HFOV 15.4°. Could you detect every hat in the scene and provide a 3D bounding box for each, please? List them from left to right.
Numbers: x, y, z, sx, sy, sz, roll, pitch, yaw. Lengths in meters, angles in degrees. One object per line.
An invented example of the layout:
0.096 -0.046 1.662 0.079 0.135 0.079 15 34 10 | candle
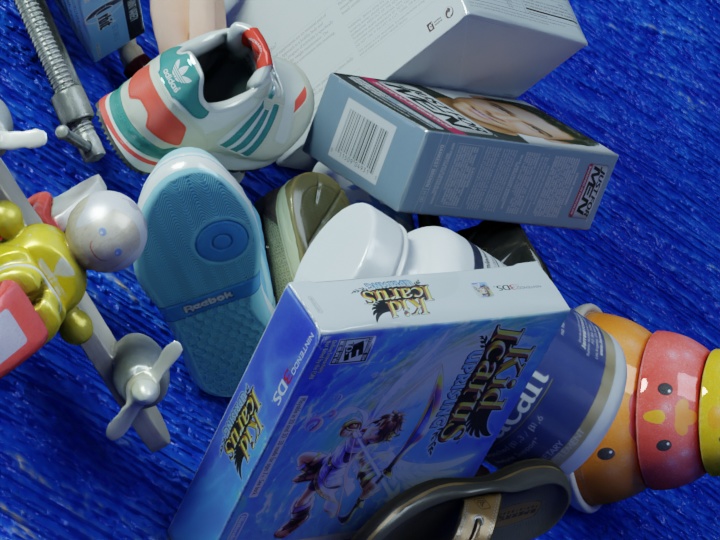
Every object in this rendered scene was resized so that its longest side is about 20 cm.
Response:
0.098 0.026 1.801 0.201 0.080 0.202 -15 90 -84 | hat

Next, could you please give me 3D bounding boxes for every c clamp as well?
-0.193 -0.149 1.618 0.171 0.027 0.201 65 1 -76 | c clamp

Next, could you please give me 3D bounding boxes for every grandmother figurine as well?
-0.110 -0.131 1.763 0.121 0.061 0.201 11 46 -25 | grandmother figurine

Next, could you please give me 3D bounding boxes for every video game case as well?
0.004 0.087 1.527 0.181 0.201 0.046 -6 47 -38 | video game case

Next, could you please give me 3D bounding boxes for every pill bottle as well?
0.058 0.042 1.646 0.200 0.111 0.111 32 37 -24 | pill bottle

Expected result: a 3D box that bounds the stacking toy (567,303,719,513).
0.236 0.095 1.836 0.146 0.199 0.147 -1 90 -70 | stacking toy

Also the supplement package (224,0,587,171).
0.017 -0.199 1.867 0.147 0.191 0.201 7 54 -50 | supplement package

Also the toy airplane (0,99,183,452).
-0.173 -0.007 1.476 0.200 0.141 0.200 26 46 -54 | toy airplane

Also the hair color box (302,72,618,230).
0.069 -0.078 1.777 0.199 0.061 0.099 5 22 -47 | hair color box

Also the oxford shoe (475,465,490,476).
0.032 0.190 1.647 0.073 0.071 0.200 21 36 -8 | oxford shoe

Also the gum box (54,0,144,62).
-0.208 -0.243 1.661 0.201 0.044 0.170 58 -7 8 | gum box

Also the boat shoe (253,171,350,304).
-0.029 0.041 1.694 0.071 0.066 0.202 -4 81 -40 | boat shoe

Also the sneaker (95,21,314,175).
-0.073 -0.112 1.658 0.199 0.093 0.071 -13 70 -55 | sneaker

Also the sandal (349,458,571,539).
0.057 0.165 1.580 0.199 0.082 0.055 -9 49 -42 | sandal

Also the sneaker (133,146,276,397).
-0.100 -0.029 1.608 0.201 0.079 0.131 80 -4 -49 | sneaker

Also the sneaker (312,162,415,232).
0.000 0.000 1.772 0.072 0.072 0.201 9 48 -36 | sneaker
